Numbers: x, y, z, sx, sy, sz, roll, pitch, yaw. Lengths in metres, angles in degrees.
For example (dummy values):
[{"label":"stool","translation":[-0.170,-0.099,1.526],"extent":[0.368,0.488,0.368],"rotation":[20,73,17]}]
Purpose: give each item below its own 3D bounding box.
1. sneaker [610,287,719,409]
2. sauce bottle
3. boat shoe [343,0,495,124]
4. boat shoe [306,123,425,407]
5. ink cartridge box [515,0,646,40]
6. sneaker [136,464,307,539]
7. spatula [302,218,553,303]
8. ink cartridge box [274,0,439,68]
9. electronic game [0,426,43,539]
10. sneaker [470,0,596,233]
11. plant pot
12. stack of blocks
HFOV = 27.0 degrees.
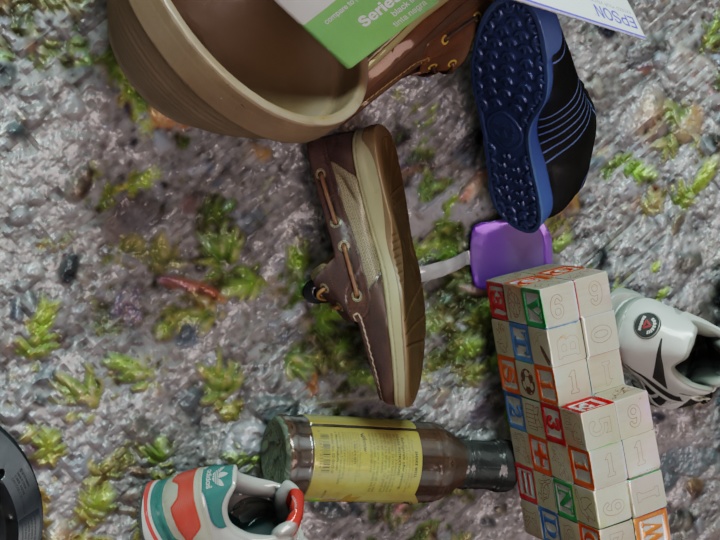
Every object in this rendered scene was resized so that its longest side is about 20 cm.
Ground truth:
[{"label":"sneaker","translation":[0.257,0.075,1.159],"extent":[0.200,0.088,0.075],"rotation":[25,85,-55]},{"label":"sauce bottle","translation":[0.026,0.144,1.122],"extent":[0.199,0.065,0.065],"rotation":[7,102,-23]},{"label":"boat shoe","translation":[0.049,-0.165,1.043],"extent":[0.200,0.072,0.068],"rotation":[-43,114,-10]},{"label":"boat shoe","translation":[0.000,0.000,1.065],"extent":[0.071,0.072,0.201],"rotation":[-7,100,15]},{"label":"ink cartridge box","translation":[0.082,-0.238,0.958],"extent":[0.197,0.043,0.201],"rotation":[7,58,-45]},{"label":"sneaker","translation":[-0.065,0.198,1.063],"extent":[0.093,0.071,0.200],"rotation":[-25,133,26]},{"label":"spatula","translation":[0.051,-0.001,1.117],"extent":[0.199,0.021,0.057],"rotation":[-11,110,-20]},{"label":"ink cartridge box","translation":[-0.040,-0.250,0.934],"extent":[0.084,0.146,0.200],"rotation":[-31,122,31]},{"label":"electronic game","translation":[-0.313,0.172,0.999],"extent":[0.199,0.042,0.201],"rotation":[-6,112,-15]},{"label":"sneaker","translation":[0.130,-0.124,1.072],"extent":[0.078,0.070,0.201],"rotation":[-40,143,-31]},{"label":"plant pot","translation":[-0.095,-0.157,0.948],"extent":[0.092,0.202,0.201],"rotation":[-31,122,31]},{"label":"stack of blocks","translation":[0.157,0.102,1.094],"extent":[0.058,0.115,0.201],"rotation":[-14,99,-22]}]
